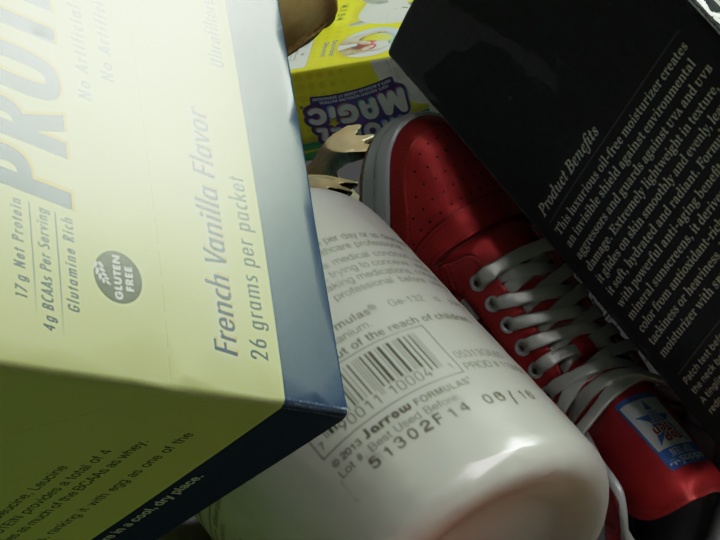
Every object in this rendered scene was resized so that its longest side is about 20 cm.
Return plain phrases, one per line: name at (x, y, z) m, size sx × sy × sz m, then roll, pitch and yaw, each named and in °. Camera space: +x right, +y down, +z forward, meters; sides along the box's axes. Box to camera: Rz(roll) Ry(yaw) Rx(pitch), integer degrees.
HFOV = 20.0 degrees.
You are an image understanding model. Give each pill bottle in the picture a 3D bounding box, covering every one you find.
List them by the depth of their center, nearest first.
pill bottle at (-0.019, 0.038, 0.690) m, size 0.114 × 0.115 × 0.200 m, roll 2°, pitch 37°, yaw -47°

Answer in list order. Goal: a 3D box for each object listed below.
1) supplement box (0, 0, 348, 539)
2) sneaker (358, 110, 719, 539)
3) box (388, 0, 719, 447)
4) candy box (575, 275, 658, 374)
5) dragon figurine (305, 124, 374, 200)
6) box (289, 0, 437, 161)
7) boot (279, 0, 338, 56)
supplement box at (-0.147, 0.001, 0.489) m, size 0.199 × 0.200 × 0.135 m, roll 11°, pitch 57°, yaw -37°
sneaker at (0.072, 0.031, 0.724) m, size 0.071 × 0.112 × 0.200 m, roll -25°, pitch 97°, yaw -28°
box at (0.155, -0.070, 0.737) m, size 0.200 × 0.123 × 0.199 m, roll -18°, pitch 61°, yaw -40°
candy box at (0.196, 0.077, 0.920) m, size 0.167 × 0.072 × 0.200 m, roll 15°, pitch 36°, yaw -34°
dragon figurine at (0.000, 0.000, 0.829) m, size 0.199 × 0.100 × 0.059 m, roll 13°, pitch 33°, yaw -2°
box at (0.035, -0.100, 0.904) m, size 0.117 × 0.199 × 0.048 m, roll -76°, pitch 153°, yaw -59°
boot at (-0.137, -0.091, 0.692) m, size 0.200 × 0.066 × 0.175 m, roll -40°, pitch 86°, yaw -16°
